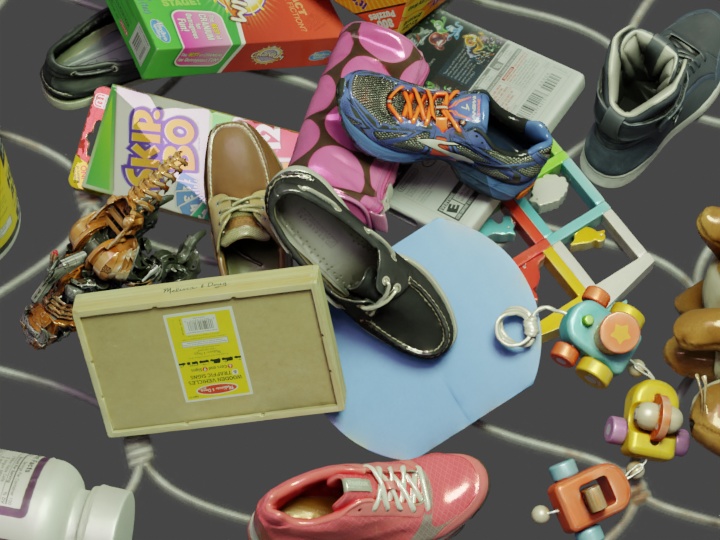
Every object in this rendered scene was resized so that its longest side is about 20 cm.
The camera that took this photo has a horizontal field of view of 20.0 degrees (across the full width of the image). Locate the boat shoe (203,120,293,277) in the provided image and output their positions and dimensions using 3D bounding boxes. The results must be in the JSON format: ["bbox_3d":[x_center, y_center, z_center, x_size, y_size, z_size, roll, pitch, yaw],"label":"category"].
[{"bbox_3d":[-0.089,-0.030,1.697,0.075,0.074,0.202,-13,77,1],"label":"boat shoe"}]

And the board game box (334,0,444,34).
[{"bbox_3d":[0.029,-0.368,1.789,0.199,0.201,0.200,34,46,16],"label":"board game box"}]

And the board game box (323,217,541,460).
[{"bbox_3d":[0.051,0.060,1.687,0.199,0.039,0.159,-33,81,-3],"label":"board game box"}]

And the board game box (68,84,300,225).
[{"bbox_3d":[-0.149,-0.094,1.765,0.198,0.030,0.096,14,81,9],"label":"board game box"}]

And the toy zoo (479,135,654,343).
[{"bbox_3d":[0.158,-0.022,1.746,0.131,0.021,0.201,-30,66,-14],"label":"toy zoo"}]

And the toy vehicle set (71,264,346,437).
[{"bbox_3d":[-0.119,0.066,1.628,0.198,0.125,0.027,-7,32,6],"label":"toy vehicle set"}]

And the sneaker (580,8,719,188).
[{"bbox_3d":[0.266,-0.179,1.760,0.077,0.147,0.203,31,65,16],"label":"sneaker"}]

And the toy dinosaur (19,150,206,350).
[{"bbox_3d":[-0.197,-0.011,1.669,0.199,0.135,0.103,-29,78,31],"label":"toy dinosaur"}]

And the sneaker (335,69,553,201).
[{"bbox_3d":[0.071,-0.124,1.670,0.198,0.078,0.076,16,59,-23],"label":"sneaker"}]

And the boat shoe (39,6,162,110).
[{"bbox_3d":[-0.195,-0.213,1.814,0.198,0.066,0.075,-24,64,-12],"label":"boat shoe"}]

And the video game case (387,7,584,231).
[{"bbox_3d":[0.069,-0.131,1.784,0.181,0.023,0.200,28,66,24],"label":"video game case"}]

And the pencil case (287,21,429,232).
[{"bbox_3d":[0.000,-0.116,1.722,0.093,0.091,0.201,1,56,22],"label":"pencil case"}]

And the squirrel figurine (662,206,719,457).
[{"bbox_3d":[0.342,0.074,1.629,0.198,0.142,0.188,8,55,-5],"label":"squirrel figurine"}]

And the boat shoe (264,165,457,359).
[{"bbox_3d":[0.000,0.000,1.622,0.074,0.060,0.200,-39,100,12],"label":"boat shoe"}]

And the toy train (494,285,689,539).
[{"bbox_3d":[0.190,0.110,1.634,0.149,0.056,0.202,-16,83,-19],"label":"toy train"}]

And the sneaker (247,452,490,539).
[{"bbox_3d":[0.009,0.184,1.605,0.198,0.087,0.074,-13,65,-7],"label":"sneaker"}]

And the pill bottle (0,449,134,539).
[{"bbox_3d":[-0.280,0.195,1.583,0.198,0.113,0.113,10,63,5],"label":"pill bottle"}]

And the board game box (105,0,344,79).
[{"bbox_3d":[-0.128,-0.245,1.800,0.199,0.040,0.154,-9,60,-35],"label":"board game box"}]

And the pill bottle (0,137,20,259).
[{"bbox_3d":[-0.345,-0.085,1.673,0.110,0.200,0.112,0,63,0],"label":"pill bottle"}]
